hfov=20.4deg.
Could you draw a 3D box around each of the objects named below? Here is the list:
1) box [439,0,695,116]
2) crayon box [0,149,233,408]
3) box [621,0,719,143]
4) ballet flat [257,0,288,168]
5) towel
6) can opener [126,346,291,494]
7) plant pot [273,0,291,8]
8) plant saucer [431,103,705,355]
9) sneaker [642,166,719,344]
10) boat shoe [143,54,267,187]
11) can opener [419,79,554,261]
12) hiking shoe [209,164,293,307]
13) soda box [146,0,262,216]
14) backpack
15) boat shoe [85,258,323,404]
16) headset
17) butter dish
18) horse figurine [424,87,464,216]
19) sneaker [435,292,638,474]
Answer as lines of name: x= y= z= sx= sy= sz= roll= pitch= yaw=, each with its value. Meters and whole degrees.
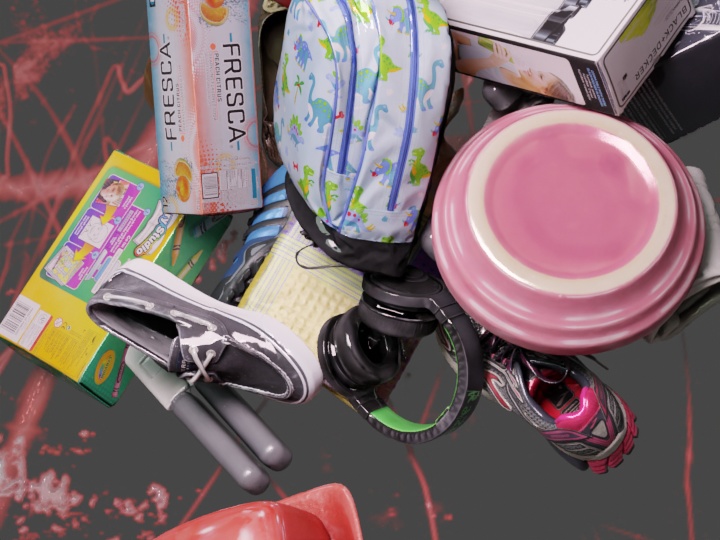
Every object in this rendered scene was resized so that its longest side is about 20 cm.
box: x=0.136 y=-0.197 z=1.502 sx=0.199 sy=0.060 sz=0.117 roll=21 pitch=63 yaw=38
crayon box: x=-0.215 y=0.005 z=1.744 sx=0.118 sy=0.058 sz=0.201 roll=25 pitch=78 yaw=37
box: x=0.245 y=-0.219 z=1.570 sx=0.181 sy=0.104 sz=0.201 roll=-26 pitch=54 yaw=14
ballet flat: x=-0.066 y=-0.179 z=1.767 sx=0.067 sy=0.046 sz=0.201 roll=-14 pitch=58 yaw=23
towel: x=0.000 y=0.000 z=1.607 sx=0.143 sy=0.023 sz=0.201 roll=29 pitch=81 yaw=8
can opener: x=-0.134 y=0.104 z=1.629 sx=0.053 sy=0.066 sz=0.200 roll=-47 pitch=57 yaw=1
plant pot: x=0.010 y=-0.292 z=1.687 sx=0.200 sy=0.182 sz=0.202 roll=-17 pitch=61 yaw=34
plant saucer: x=0.150 y=-0.039 z=1.440 sx=0.199 sy=0.051 sz=0.202 roll=-1 pitch=63 yaw=2
sneaker: x=0.180 y=0.007 z=1.484 sx=0.199 sy=0.074 sz=0.116 roll=-21 pitch=60 yaw=6
boat shoe: x=-0.123 y=-0.132 z=1.755 sx=0.200 sy=0.064 sz=0.072 roll=53 pitch=132 yaw=40
can opener: x=0.096 y=-0.095 z=1.531 sx=0.052 sy=0.066 sz=0.201 roll=-10 pitch=46 yaw=47
hiking shoe: x=-0.063 y=-0.028 z=1.676 sx=0.200 sy=0.074 sz=0.087 roll=-51 pitch=36 yaw=-11
soda box: x=-0.129 y=-0.147 z=1.649 sx=0.068 sy=0.063 sz=0.201 roll=6 pitch=101 yaw=53
backpack: x=0.002 y=-0.125 z=1.477 sx=0.201 sy=0.153 sz=0.163 roll=-61 pitch=27 yaw=26
boat shoe: x=-0.125 y=0.059 z=1.570 sx=0.199 sy=0.072 sz=0.068 roll=29 pitch=43 yaw=16
headset: x=0.023 y=0.038 z=1.540 sx=0.200 sy=0.094 sz=0.124 roll=51 pitch=126 yaw=17
butter dish: x=-0.101 y=0.253 z=1.480 sx=0.199 sy=0.148 sz=0.201 roll=-24 pitch=55 yaw=18
horse figurine: x=0.098 y=-0.078 z=1.585 sx=0.199 sy=0.050 sz=0.133 roll=9 pitch=69 yaw=1
sneaker: x=0.126 y=0.068 z=1.497 sx=0.081 sy=0.075 sz=0.200 roll=-50 pitch=50 yaw=-4
